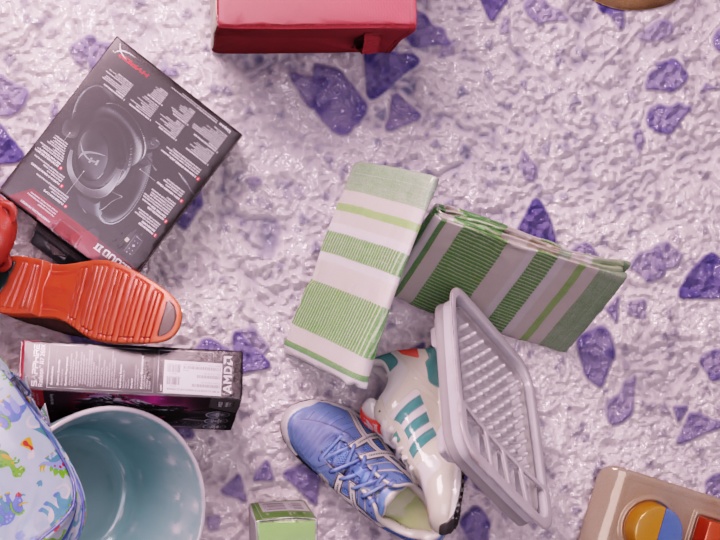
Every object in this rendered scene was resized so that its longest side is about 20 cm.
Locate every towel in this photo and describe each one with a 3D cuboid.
[{"bbox_3d":[0.000,0.000,1.381,0.023,0.152,0.201,21,89,-29],"label":"towel"},{"bbox_3d":[0.137,0.009,1.411,0.199,0.153,0.023,16,52,-12],"label":"towel"}]

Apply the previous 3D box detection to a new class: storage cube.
[{"bbox_3d":[-0.049,-0.299,1.363,0.179,0.171,0.201,-2,91,-7],"label":"storage cube"}]

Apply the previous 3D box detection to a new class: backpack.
[{"bbox_3d":[-0.312,0.162,1.192,0.163,0.153,0.201,-36,103,-31],"label":"backpack"}]

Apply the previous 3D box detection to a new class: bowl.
[{"bbox_3d":[-0.252,0.216,1.349,0.200,0.105,0.202,-3,96,-33],"label":"bowl"}]

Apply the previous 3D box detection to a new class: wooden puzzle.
[{"bbox_3d":[0.312,0.311,1.484,0.199,0.046,0.186,18,88,-8],"label":"wooden puzzle"}]

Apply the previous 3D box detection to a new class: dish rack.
[{"bbox_3d":[0.116,0.133,1.378,0.043,0.201,0.172,-24,132,23],"label":"dish rack"}]

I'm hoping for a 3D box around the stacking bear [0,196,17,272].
[{"bbox_3d":[-0.405,-0.054,1.323,0.199,0.114,0.122,17,115,2],"label":"stacking bear"}]

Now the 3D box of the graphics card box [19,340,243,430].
[{"bbox_3d":[-0.210,0.107,1.361,0.199,0.126,0.051,3,70,-10],"label":"graphics card box"}]

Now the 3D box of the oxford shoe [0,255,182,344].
[{"bbox_3d":[-0.244,0.030,1.350,0.199,0.073,0.072,13,76,21],"label":"oxford shoe"}]

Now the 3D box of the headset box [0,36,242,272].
[{"bbox_3d":[-0.229,-0.091,1.383,0.149,0.077,0.200,37,86,-7],"label":"headset box"}]

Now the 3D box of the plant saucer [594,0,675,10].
[{"bbox_3d":[0.278,-0.363,1.480,0.199,0.035,0.202,0,91,-9],"label":"plant saucer"}]

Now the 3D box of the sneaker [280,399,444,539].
[{"bbox_3d":[0.010,0.193,1.422,0.200,0.077,0.076,36,87,-6],"label":"sneaker"}]

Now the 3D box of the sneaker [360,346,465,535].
[{"bbox_3d":[0.047,0.160,1.400,0.093,0.071,0.201,-2,54,-2],"label":"sneaker"}]

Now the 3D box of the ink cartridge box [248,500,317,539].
[{"bbox_3d":[-0.073,0.325,1.396,0.059,0.104,0.201,-1,90,-8],"label":"ink cartridge box"}]
